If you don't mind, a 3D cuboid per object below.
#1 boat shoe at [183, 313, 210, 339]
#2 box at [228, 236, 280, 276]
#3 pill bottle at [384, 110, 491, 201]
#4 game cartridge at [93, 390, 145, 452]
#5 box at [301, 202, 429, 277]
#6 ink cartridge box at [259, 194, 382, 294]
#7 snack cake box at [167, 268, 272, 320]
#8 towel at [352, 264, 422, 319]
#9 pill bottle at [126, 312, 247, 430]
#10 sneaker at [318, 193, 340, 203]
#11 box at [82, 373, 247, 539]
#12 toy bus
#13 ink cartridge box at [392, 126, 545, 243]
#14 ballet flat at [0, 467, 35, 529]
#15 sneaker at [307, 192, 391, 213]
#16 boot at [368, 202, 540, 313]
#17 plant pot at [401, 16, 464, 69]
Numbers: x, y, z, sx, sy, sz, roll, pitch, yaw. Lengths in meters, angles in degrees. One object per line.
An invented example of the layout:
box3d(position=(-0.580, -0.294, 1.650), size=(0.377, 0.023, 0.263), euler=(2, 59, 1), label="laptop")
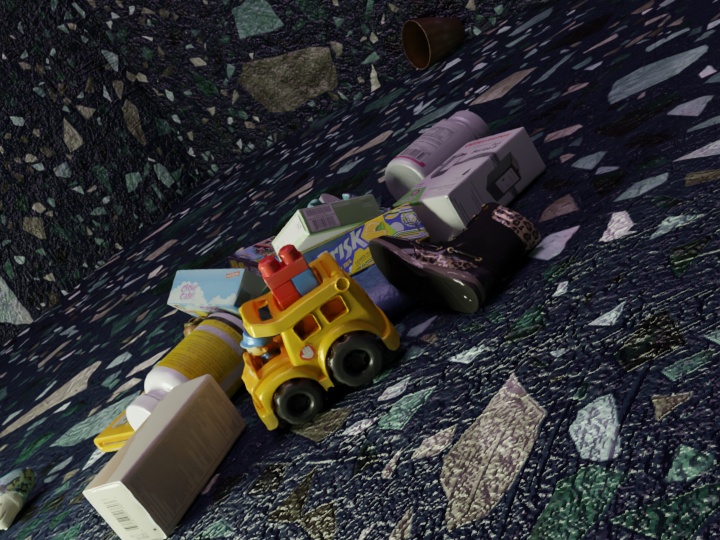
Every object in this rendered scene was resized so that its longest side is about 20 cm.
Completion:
box3d(position=(-0.254, 0.105, 1.361), size=(0.072, 0.068, 0.200), euler=(-21, 2, -5), label="boat shoe")
box3d(position=(-0.137, -0.015, 1.440), size=(0.110, 0.035, 0.200), euler=(-27, 26, -34), label="box")
box3d(position=(0.147, -0.204, 1.483), size=(0.200, 0.113, 0.113), euler=(-42, 19, -29), label="pill bottle")
box3d(position=(-0.315, 0.209, 1.309), size=(0.176, 0.032, 0.200), euler=(-18, 23, 40), label="game cartridge")
box3d(position=(0.002, -0.023, 1.219), size=(0.200, 0.070, 0.064), euler=(-26, -22, -6), label="box")
box3d(position=(-0.072, -0.040, 1.265), size=(0.145, 0.048, 0.200), euler=(-17, -16, -37), label="ink cartridge box")
box3d(position=(-0.223, 0.048, 1.375), size=(0.200, 0.115, 0.067), euler=(-2, 68, 46), label="snack cake box")
box3d(position=(-0.001, 0.047, 1.139), size=(0.200, 0.049, 0.112), euler=(-31, 28, 3), label="towel")
box3d(position=(-0.240, 0.161, 1.170), size=(0.111, 0.111, 0.200), euler=(-16, 23, 44), label="pill bottle")
box3d(position=(-0.058, -0.057, 1.537), size=(0.105, 0.075, 0.200), euler=(-59, 27, 23), label="sneaker")
box3d(position=(-0.235, 0.230, 1.001), size=(0.078, 0.095, 0.200), euler=(-22, 18, 33), label="box")
box3d(position=(-0.082, 0.067, 0.992), size=(0.200, 0.192, 0.136), euler=(-35, 26, -1), label="toy bus")
box3d(position=(0.174, -0.133, 1.285), size=(0.200, 0.084, 0.145), euler=(-42, 19, -27), label="ink cartridge box")
box3d(position=(-0.582, 0.393, 1.248), size=(0.200, 0.074, 0.074), euler=(-41, 19, -20), label="ballet flat")
box3d(position=(-0.001, -0.088, 1.388), size=(0.200, 0.086, 0.078), euler=(-2, 36, 11), label="sneaker")
box3d(position=(0.122, -0.030, 1.060), size=(0.151, 0.073, 0.200), euler=(-39, 36, -25), label="boot")
box3d(position=(0.289, -0.883, 3.060), size=(0.200, 0.187, 0.187), euler=(-25, 13, -22), label="plant pot")
